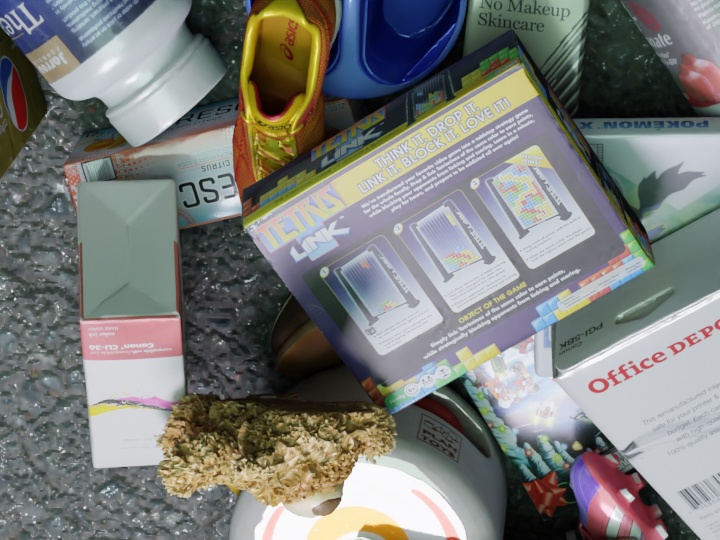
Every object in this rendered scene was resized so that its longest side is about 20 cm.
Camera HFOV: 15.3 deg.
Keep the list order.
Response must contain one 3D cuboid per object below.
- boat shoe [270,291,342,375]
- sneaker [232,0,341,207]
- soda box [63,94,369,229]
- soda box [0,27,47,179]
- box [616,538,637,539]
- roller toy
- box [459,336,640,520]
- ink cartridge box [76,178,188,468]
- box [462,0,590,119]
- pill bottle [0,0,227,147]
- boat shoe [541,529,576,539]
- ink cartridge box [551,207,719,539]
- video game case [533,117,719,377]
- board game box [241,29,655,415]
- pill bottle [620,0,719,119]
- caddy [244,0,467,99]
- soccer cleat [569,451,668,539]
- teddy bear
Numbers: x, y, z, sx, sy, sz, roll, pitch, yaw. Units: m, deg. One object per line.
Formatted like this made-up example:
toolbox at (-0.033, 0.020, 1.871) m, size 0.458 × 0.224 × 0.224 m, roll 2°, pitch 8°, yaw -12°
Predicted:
boat shoe at (0.000, 0.000, 1.763) m, size 0.200 × 0.070 × 0.071 m, roll -42°, pitch 59°, yaw 44°
sneaker at (-0.054, -0.091, 1.660) m, size 0.073 × 0.077 × 0.201 m, roll 9°, pitch 124°, yaw 14°
soda box at (-0.090, -0.073, 1.759) m, size 0.199 × 0.068 × 0.064 m, roll -12°, pitch 110°, yaw 11°
soda box at (-0.256, -0.095, 1.698) m, size 0.064 × 0.200 × 0.068 m, roll -12°, pitch 109°, yaw 11°
box at (0.089, 0.259, 1.764) m, size 0.199 × 0.021 × 0.164 m, roll -7°, pitch 120°, yaw -9°
roller toy at (0.005, 0.166, 1.797) m, size 0.181 × 0.140 × 0.201 m, roll -8°, pitch 113°, yaw 10°
box at (0.178, 0.066, 1.799) m, size 0.199 × 0.040 × 0.137 m, roll -28°, pitch 107°, yaw 15°
ink cartridge box at (-0.147, 0.049, 1.742) m, size 0.067 × 0.117 × 0.201 m, roll -3°, pitch 141°, yaw -3°
box at (0.102, -0.109, 1.725) m, size 0.082 × 0.068 × 0.201 m, roll 5°, pitch 112°, yaw 4°
pill bottle at (-0.178, -0.180, 1.705) m, size 0.111 × 0.111 × 0.200 m, roll -36°, pitch 103°, yaw 17°
boat shoe at (0.127, 0.275, 1.866) m, size 0.060 × 0.072 × 0.202 m, roll 0°, pitch 113°, yaw 2°
ink cartridge box at (0.234, 0.071, 1.700) m, size 0.146 × 0.083 × 0.200 m, roll -28°, pitch 123°, yaw 24°
video game case at (0.200, -0.012, 1.702) m, size 0.181 × 0.022 × 0.201 m, roll 0°, pitch 129°, yaw 4°
board game box at (0.053, -0.026, 1.635) m, size 0.199 × 0.057 × 0.166 m, roll -29°, pitch 115°, yaw 13°
pill bottle at (0.205, -0.200, 1.657) m, size 0.110 × 0.111 × 0.200 m, roll -32°, pitch 104°, yaw 16°
caddy at (0.001, -0.210, 1.677) m, size 0.140 × 0.105 × 0.201 m, roll 5°, pitch 111°, yaw 5°
soccer cleat at (0.184, 0.201, 1.812) m, size 0.076 × 0.067 × 0.200 m, roll -32°, pitch 128°, yaw 10°
teddy bear at (-0.054, 0.111, 1.640) m, size 0.144 × 0.199 × 0.067 m, roll -3°, pitch 93°, yaw -38°
